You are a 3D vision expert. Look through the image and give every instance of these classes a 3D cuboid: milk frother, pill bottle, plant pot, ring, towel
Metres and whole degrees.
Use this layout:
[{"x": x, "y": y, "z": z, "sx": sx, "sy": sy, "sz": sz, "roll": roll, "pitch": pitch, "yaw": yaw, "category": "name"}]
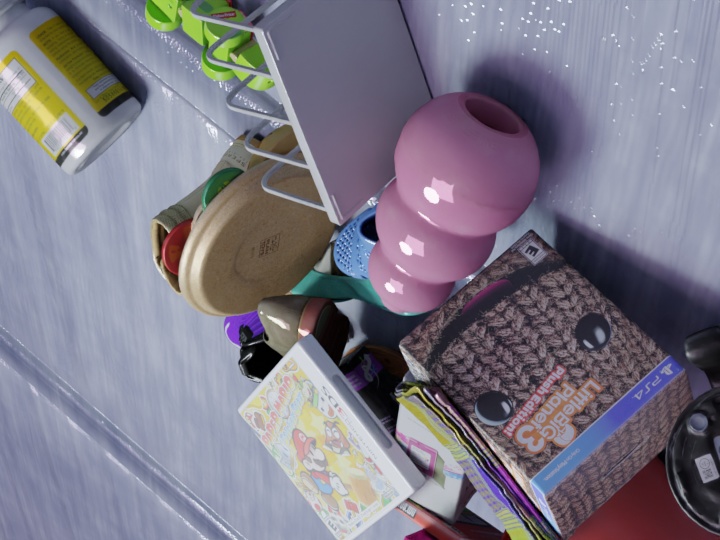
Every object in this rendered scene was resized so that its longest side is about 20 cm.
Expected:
[{"x": 0.356, "y": 0.126, "z": 1.399, "sx": 0.198, "sy": 0.183, "sz": 0.188, "roll": -4, "pitch": 169, "yaw": 20, "category": "milk frother"}, {"x": -0.338, "y": -0.210, "z": 1.890, "sx": 0.200, "sy": 0.111, "sz": 0.111, "roll": 48, "pitch": 151, "yaw": -3, "category": "pill bottle"}, {"x": 0.249, "y": 0.265, "z": 1.661, "sx": 0.177, "sy": 0.201, "sz": 0.200, "roll": 36, "pitch": 152, "yaw": -6, "category": "plant pot"}, {"x": 0.059, "y": 0.156, "z": 1.929, "sx": 0.200, "sy": 0.019, "sz": 0.201, "roll": 33, "pitch": 148, "yaw": 24, "category": "ring"}, {"x": 0.102, "y": 0.174, "z": 1.533, "sx": 0.201, "sy": 0.023, "sz": 0.144, "roll": 52, "pitch": 171, "yaw": -4, "category": "towel"}]

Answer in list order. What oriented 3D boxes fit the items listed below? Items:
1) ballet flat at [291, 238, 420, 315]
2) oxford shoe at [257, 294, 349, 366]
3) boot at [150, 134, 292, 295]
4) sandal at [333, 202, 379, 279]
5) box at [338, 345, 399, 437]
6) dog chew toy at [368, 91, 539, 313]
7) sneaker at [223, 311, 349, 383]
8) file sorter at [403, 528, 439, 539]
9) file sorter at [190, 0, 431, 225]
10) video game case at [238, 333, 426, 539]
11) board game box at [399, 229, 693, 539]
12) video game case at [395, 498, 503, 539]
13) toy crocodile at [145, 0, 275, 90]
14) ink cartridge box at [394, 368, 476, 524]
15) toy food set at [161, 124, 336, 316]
[{"x": 0.000, "y": 0.000, "z": 1.776, "sx": 0.199, "sy": 0.067, "sz": 0.071, "roll": 6, "pitch": 108, "yaw": 50, "category": "ballet flat"}, {"x": -0.058, "y": 0.064, "z": 1.806, "sx": 0.074, "sy": 0.071, "sz": 0.200, "roll": 16, "pitch": 161, "yaw": 13, "category": "oxford shoe"}, {"x": -0.135, "y": -0.018, "z": 1.818, "sx": 0.072, "sy": 0.155, "sz": 0.201, "roll": 23, "pitch": 144, "yaw": 34, "category": "boot"}, {"x": 0.030, "y": -0.038, "z": 1.634, "sx": 0.199, "sy": 0.086, "sz": 0.080, "roll": -21, "pitch": 69, "yaw": 53, "category": "sandal"}, {"x": 0.032, "y": 0.181, "z": 1.941, "sx": 0.200, "sy": 0.036, "sz": 0.143, "roll": 47, "pitch": 151, "yaw": -4, "category": "box"}, {"x": 0.069, "y": -0.049, "z": 1.495, "sx": 0.124, "sy": 0.124, "sz": 0.201, "roll": 36, "pitch": 120, "yaw": 15, "category": "dog chew toy"}, {"x": -0.108, "y": 0.080, "z": 1.964, "sx": 0.199, "sy": 0.099, "sz": 0.070, "roll": -1, "pitch": 126, "yaw": 52, "category": "sneaker"}, {"x": 0.115, "y": 0.357, "z": 1.723, "sx": 0.199, "sy": 0.126, "sz": 0.139, "roll": 29, "pitch": -176, "yaw": 15, "category": "file sorter"}, {"x": -0.042, "y": -0.171, "z": 1.528, "sx": 0.124, "sy": 0.139, "sz": 0.201, "roll": 20, "pitch": 142, "yaw": 43, "category": "file sorter"}, {"x": -0.033, "y": 0.173, "z": 1.761, "sx": 0.183, "sy": 0.023, "sz": 0.200, "roll": 51, "pitch": 149, "yaw": 6, "category": "video game case"}, {"x": 0.160, "y": 0.095, "z": 1.510, "sx": 0.200, "sy": 0.159, "sz": 0.097, "roll": 44, "pitch": 171, "yaw": 33, "category": "board game box"}, {"x": 0.063, "y": 0.238, "z": 1.819, "sx": 0.199, "sy": 0.018, "sz": 0.143, "roll": 31, "pitch": -174, "yaw": 33, "category": "video game case"}, {"x": -0.149, "y": -0.243, "z": 1.664, "sx": 0.200, "sy": 0.062, "sz": 0.068, "roll": 42, "pitch": 152, "yaw": 16, "category": "toy crocodile"}, {"x": 0.102, "y": 0.129, "z": 1.705, "sx": 0.084, "sy": 0.145, "sz": 0.201, "roll": 30, "pitch": 148, "yaw": 15, "category": "ink cartridge box"}, {"x": -0.102, "y": -0.038, "z": 1.715, "sx": 0.049, "sy": 0.197, "sz": 0.201, "roll": 44, "pitch": 157, "yaw": 31, "category": "toy food set"}]
